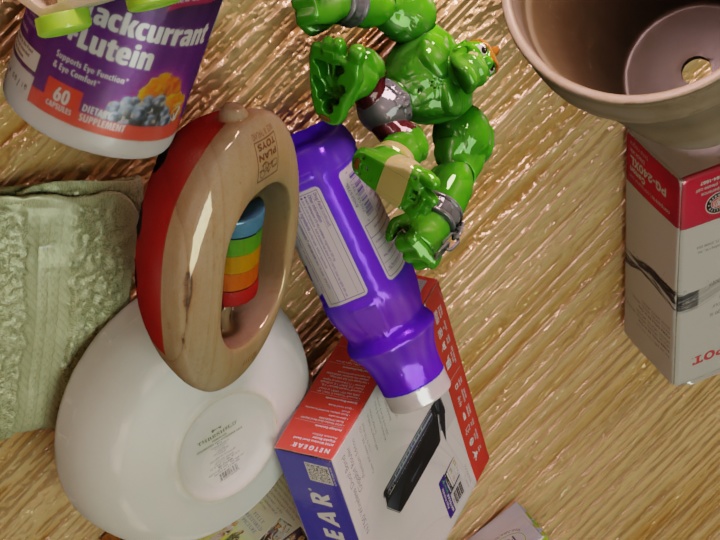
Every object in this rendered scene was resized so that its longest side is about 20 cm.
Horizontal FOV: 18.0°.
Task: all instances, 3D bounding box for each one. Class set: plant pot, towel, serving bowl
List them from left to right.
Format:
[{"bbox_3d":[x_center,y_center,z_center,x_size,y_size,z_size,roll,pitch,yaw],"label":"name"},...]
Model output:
[{"bbox_3d":[-0.217,0.029,1.497,0.147,0.037,0.201,-7,125,-28],"label":"towel"},{"bbox_3d":[-0.109,0.106,1.554,0.199,0.066,0.201,-22,127,-32],"label":"serving bowl"},{"bbox_3d":[0.212,-0.169,1.548,0.200,0.200,0.174,-42,152,0],"label":"plant pot"}]

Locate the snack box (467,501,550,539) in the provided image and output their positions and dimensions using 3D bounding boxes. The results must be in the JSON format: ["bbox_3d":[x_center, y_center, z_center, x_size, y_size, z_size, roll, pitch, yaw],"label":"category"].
[{"bbox_3d":[0.087,0.303,1.882,0.200,0.053,0.142,-37,135,-5],"label":"snack box"}]

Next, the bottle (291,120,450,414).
[{"bbox_3d":[0.000,0.000,1.533,0.065,0.084,0.201,-22,105,13],"label":"bottle"}]

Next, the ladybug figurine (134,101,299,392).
[{"bbox_3d":[-0.095,-0.019,1.437,0.136,0.072,0.201,-37,142,-53],"label":"ladybug figurine"}]

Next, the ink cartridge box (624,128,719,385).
[{"bbox_3d":[0.282,-0.029,1.747,0.144,0.083,0.201,-20,131,-20],"label":"ink cartridge box"}]

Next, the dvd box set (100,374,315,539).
[{"bbox_3d":[-0.079,0.185,1.702,0.200,0.029,0.147,-39,134,-2],"label":"dvd box set"}]

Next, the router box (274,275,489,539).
[{"bbox_3d":[0.020,0.134,1.655,0.180,0.049,0.201,-59,146,-35],"label":"router box"}]

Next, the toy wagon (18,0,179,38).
[{"bbox_3d":[-0.173,-0.212,1.277,0.039,0.199,0.156,-16,94,-55],"label":"toy wagon"}]

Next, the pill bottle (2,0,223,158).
[{"bbox_3d":[-0.134,-0.178,1.349,0.111,0.111,0.201,4,119,-35],"label":"pill bottle"}]

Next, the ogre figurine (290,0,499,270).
[{"bbox_3d":[0.029,-0.116,1.492,0.098,0.200,0.120,-36,-174,46],"label":"ogre figurine"}]
